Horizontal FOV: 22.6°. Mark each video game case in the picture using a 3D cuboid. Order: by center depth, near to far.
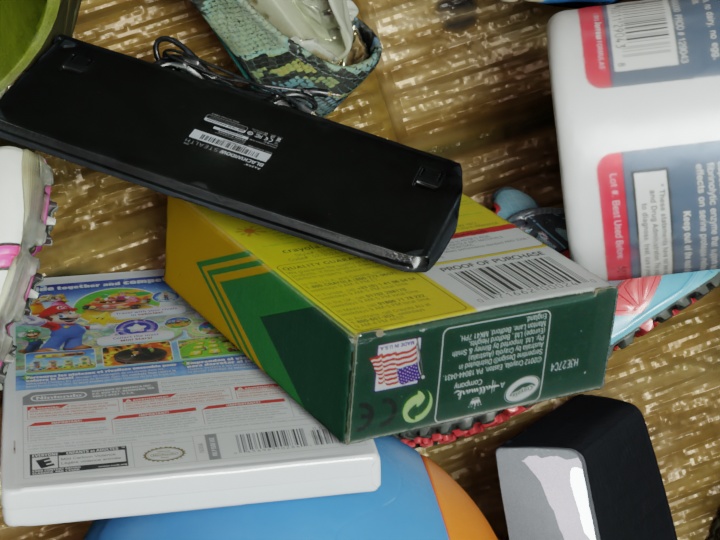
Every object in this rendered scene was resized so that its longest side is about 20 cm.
[{"bbox_3d":[-0.079,0.045,0.763,0.143,0.200,0.018,-5,114,-9],"label":"video game case"}]

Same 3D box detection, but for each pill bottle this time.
[{"bbox_3d":[0.184,-0.063,0.771,0.199,0.120,0.120,-6,91,8],"label":"pill bottle"}]

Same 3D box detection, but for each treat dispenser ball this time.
[{"bbox_3d":[-0.030,0.161,0.768,0.200,0.201,0.201,0,90,-10],"label":"treat dispenser ball"}]

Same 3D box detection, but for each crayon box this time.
[{"bbox_3d":[0.000,0.000,0.778,0.127,0.200,0.051,-9,117,-29],"label":"crayon box"}]

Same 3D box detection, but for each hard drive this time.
[{"bbox_3d":[0.117,0.164,0.831,0.042,0.135,0.201,-11,93,25],"label":"hard drive"}]

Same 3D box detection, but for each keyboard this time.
[{"bbox_3d":[-0.052,-0.046,0.769,0.200,0.104,0.040,20,130,11],"label":"keyboard"}]

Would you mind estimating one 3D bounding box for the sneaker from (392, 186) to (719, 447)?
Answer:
[{"bbox_3d":[0.077,0.011,0.861,0.200,0.079,0.096,-31,84,-16],"label":"sneaker"}]

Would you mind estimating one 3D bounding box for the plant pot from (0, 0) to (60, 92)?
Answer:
[{"bbox_3d":[-0.240,-0.161,0.689,0.200,0.200,0.193,-20,71,-10],"label":"plant pot"}]

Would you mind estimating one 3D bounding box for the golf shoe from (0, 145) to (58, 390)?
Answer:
[{"bbox_3d":[-0.188,0.035,0.722,0.092,0.073,0.200,26,82,-13],"label":"golf shoe"}]

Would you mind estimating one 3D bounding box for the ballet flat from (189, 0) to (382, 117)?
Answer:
[{"bbox_3d":[-0.058,-0.149,0.799,0.074,0.074,0.200,-49,127,-7],"label":"ballet flat"}]

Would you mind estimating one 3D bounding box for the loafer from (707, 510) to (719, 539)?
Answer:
[{"bbox_3d":[0.224,0.107,0.877,0.067,0.076,0.200,24,86,-3],"label":"loafer"}]

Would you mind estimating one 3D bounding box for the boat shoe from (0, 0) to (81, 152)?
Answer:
[{"bbox_3d":[-0.165,-0.121,0.814,0.066,0.072,0.201,16,84,3],"label":"boat shoe"}]

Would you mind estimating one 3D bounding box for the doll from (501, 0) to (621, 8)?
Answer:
[{"bbox_3d":[0.071,-0.150,0.826,0.200,0.137,0.049,16,113,2],"label":"doll"}]

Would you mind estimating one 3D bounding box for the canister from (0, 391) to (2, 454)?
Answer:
[{"bbox_3d":[-0.248,0.046,0.788,0.148,0.087,0.200,-42,98,-9],"label":"canister"}]
